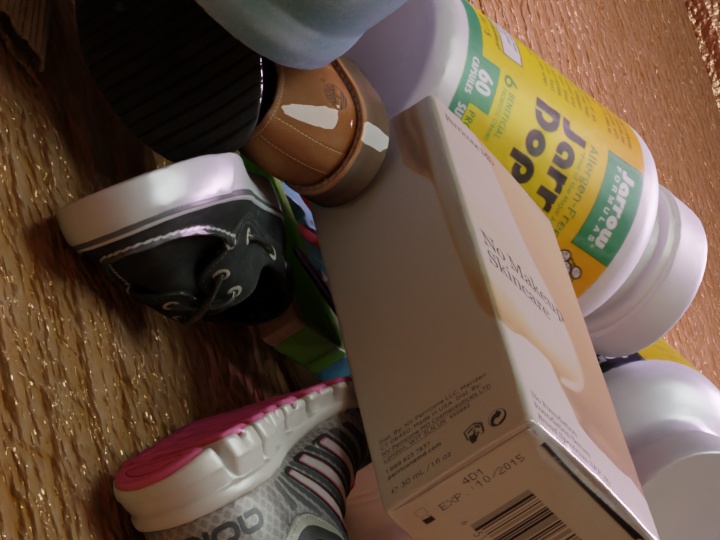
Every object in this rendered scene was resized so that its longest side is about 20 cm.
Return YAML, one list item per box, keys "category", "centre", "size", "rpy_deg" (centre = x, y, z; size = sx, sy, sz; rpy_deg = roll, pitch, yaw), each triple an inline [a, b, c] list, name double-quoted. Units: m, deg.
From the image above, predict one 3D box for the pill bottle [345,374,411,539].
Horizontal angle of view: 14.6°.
- category: "pill bottle"
  centre: [0.054, 0.134, 1.261]
  size: [0.200, 0.104, 0.104]
  rpy_deg: [53, 19, -24]

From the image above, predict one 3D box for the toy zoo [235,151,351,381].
- category: "toy zoo"
  centre: [-0.009, 0.008, 1.325]
  size: [0.200, 0.020, 0.132]
  rpy_deg: [35, 28, -55]

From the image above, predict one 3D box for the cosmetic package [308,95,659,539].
- category: "cosmetic package"
  centre: [0.047, 0.035, 1.143]
  size: [0.105, 0.071, 0.201]
  rpy_deg: [43, 21, -39]

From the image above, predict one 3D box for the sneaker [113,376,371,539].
- category: "sneaker"
  centre: [-0.033, 0.096, 1.082]
  size: [0.200, 0.073, 0.088]
  rpy_deg: [-22, 94, -74]

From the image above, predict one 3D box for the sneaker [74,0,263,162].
- category: "sneaker"
  centre: [-0.090, -0.137, 1.142]
  size: [0.201, 0.074, 0.088]
  rpy_deg: [65, 9, 2]

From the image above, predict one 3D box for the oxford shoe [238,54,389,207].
- category: "oxford shoe"
  centre: [-0.061, -0.105, 1.203]
  size: [0.071, 0.072, 0.200]
  rpy_deg: [25, 15, -41]

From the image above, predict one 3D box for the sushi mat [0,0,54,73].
- category: "sushi mat"
  centre: [-0.146, -0.166, 1.157]
  size: [0.200, 0.012, 0.096]
  rpy_deg: [-90, 156, -57]

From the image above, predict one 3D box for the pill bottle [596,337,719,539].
- category: "pill bottle"
  centre: [0.118, 0.081, 1.388]
  size: [0.112, 0.112, 0.200]
  rpy_deg: [60, -7, -31]

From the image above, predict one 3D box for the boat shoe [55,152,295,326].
- category: "boat shoe"
  centre: [-0.064, -0.008, 1.126]
  size: [0.200, 0.068, 0.057]
  rpy_deg: [5, 65, -77]

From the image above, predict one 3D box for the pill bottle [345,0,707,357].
- category: "pill bottle"
  centre: [0.065, -0.040, 1.292]
  size: [0.200, 0.113, 0.113]
  rpy_deg: [34, 32, -34]

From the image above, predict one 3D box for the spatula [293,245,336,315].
- category: "spatula"
  centre: [0.000, 0.000, 1.288]
  size: [0.057, 0.020, 0.200]
  rpy_deg: [56, 15, -2]

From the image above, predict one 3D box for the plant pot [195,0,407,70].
- category: "plant pot"
  centre: [-0.011, -0.197, 1.090]
  size: [0.200, 0.134, 0.201]
  rpy_deg: [47, 27, -32]

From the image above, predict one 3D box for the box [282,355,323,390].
- category: "box"
  centre: [0.022, 0.100, 1.386]
  size: [0.164, 0.021, 0.201]
  rpy_deg: [-68, 134, -71]
